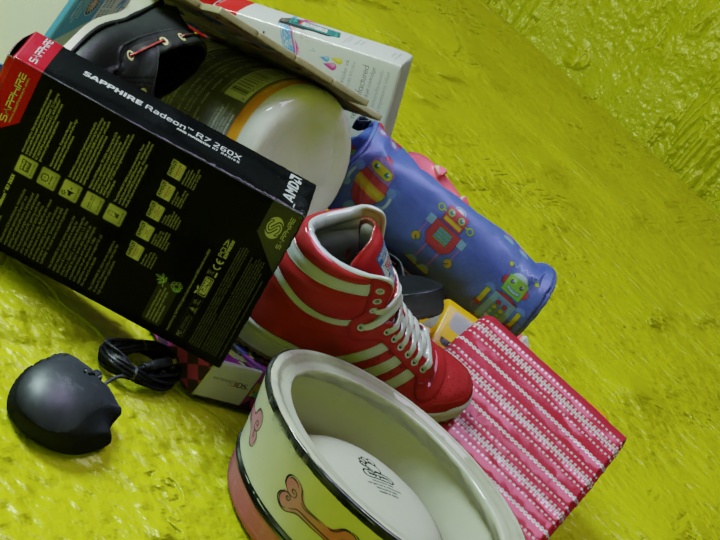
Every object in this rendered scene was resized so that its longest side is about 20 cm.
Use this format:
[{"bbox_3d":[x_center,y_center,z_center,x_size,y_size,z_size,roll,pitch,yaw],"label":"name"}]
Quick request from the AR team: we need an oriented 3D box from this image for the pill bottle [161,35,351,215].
[{"bbox_3d":[-0.111,-0.109,1.361,0.199,0.117,0.116,27,6,38],"label":"pill bottle"}]

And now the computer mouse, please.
[{"bbox_3d":[-0.144,0.062,1.061,0.059,0.034,0.200,41,16,6],"label":"computer mouse"}]

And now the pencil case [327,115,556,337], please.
[{"bbox_3d":[0.055,-0.028,1.407,0.200,0.078,0.087,39,-8,-10],"label":"pencil case"}]

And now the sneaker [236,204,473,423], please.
[{"bbox_3d":[0.018,0.029,1.204,0.199,0.113,0.072,23,37,-30],"label":"sneaker"}]

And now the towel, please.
[{"bbox_3d":[0.088,0.125,1.275,0.145,0.023,0.200,43,43,8],"label":"towel"}]

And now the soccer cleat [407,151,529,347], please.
[{"bbox_3d":[0.067,0.002,1.500,0.067,0.076,0.201,-33,97,-39],"label":"soccer cleat"}]

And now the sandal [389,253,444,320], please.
[{"bbox_3d":[0.001,0.000,1.362,0.076,0.043,0.200,-10,12,-30],"label":"sandal"}]

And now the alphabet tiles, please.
[{"bbox_3d":[-0.081,-0.163,1.325,0.199,0.006,0.166,29,-1,-30],"label":"alphabet tiles"}]

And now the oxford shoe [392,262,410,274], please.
[{"bbox_3d":[0.061,0.075,1.449,0.200,0.071,0.072,43,43,8],"label":"oxford shoe"}]

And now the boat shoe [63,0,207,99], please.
[{"bbox_3d":[-0.162,-0.127,1.212,0.063,0.074,0.201,41,31,0],"label":"boat shoe"}]

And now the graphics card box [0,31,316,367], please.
[{"bbox_3d":[-0.141,-0.042,1.116,0.199,0.126,0.051,28,26,-4],"label":"graphics card box"}]

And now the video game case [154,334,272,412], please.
[{"bbox_3d":[-0.087,0.026,1.273,0.181,0.036,0.200,20,26,-46],"label":"video game case"}]

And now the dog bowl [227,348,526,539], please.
[{"bbox_3d":[0.004,0.141,1.109,0.199,0.074,0.200,35,17,-13],"label":"dog bowl"}]

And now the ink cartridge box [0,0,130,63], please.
[{"bbox_3d":[-0.233,-0.218,1.421,0.125,0.129,0.200,43,18,11],"label":"ink cartridge box"}]

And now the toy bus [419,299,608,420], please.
[{"bbox_3d":[0.085,0.090,1.372,0.199,0.065,0.079,36,59,-14],"label":"toy bus"}]

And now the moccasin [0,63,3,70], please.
[{"bbox_3d":[-0.225,-0.095,1.246,0.199,0.081,0.068,1,44,-43],"label":"moccasin"}]

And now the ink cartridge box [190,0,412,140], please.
[{"bbox_3d":[-0.070,-0.144,1.468,0.198,0.117,0.067,18,17,6],"label":"ink cartridge box"}]
